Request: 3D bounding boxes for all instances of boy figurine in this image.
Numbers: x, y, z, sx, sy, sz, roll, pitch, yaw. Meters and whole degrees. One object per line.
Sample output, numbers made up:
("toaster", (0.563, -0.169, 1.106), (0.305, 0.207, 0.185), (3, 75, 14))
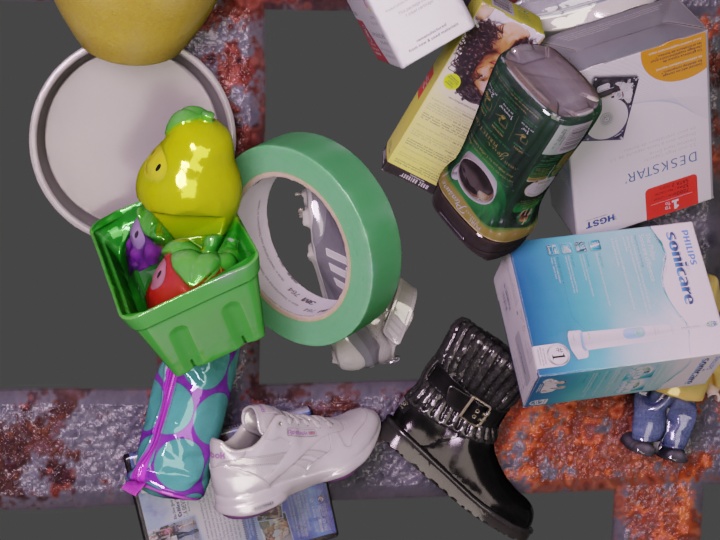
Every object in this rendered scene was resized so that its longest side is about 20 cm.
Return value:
("boy figurine", (0.328, 0.098, 1.725), (0.123, 0.064, 0.202), (11, 97, -12))

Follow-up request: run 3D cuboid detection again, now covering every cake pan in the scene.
("cake pan", (-0.221, -0.127, 1.590), (0.198, 0.037, 0.203), (-2, 100, -11))

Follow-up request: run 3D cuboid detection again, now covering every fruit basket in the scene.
("fruit basket", (-0.168, -0.040, 1.490), (0.154, 0.216, 0.217), (-24, 104, -6))

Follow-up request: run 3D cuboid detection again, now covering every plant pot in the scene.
("plant pot", (-0.207, -0.274, 1.504), (0.198, 0.201, 0.143), (0, 126, -11))

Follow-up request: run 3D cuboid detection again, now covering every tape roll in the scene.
("tape roll", (-0.053, -0.029, 1.564), (0.048, 0.199, 0.202), (-28, 108, -46))

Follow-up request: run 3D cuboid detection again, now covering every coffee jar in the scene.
("coffee jar", (0.142, -0.108, 1.543), (0.085, 0.104, 0.201), (-19, 149, -38))

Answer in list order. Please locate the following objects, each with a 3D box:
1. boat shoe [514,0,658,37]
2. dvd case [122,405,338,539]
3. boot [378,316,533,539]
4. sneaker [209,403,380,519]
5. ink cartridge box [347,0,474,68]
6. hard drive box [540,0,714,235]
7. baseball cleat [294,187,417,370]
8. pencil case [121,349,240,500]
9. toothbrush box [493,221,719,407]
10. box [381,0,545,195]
("boat shoe", (0.194, -0.263, 1.637), (0.199, 0.070, 0.072), (-15, 72, 4))
("dvd case", (-0.131, 0.231, 1.680), (0.198, 0.018, 0.144), (-14, 103, -9))
("boot", (0.136, 0.166, 1.690), (0.211, 0.079, 0.158), (40, 90, -14))
("sneaker", (-0.062, 0.168, 1.619), (0.199, 0.075, 0.101), (-23, 107, -33))
("ink cartridge box", (0.015, -0.303, 1.550), (0.082, 0.146, 0.201), (-30, 104, -2))
("hard drive box", (0.263, -0.148, 1.624), (0.154, 0.077, 0.201), (-19, 129, -7))
("baseball cleat", (0.000, 0.000, 1.637), (0.105, 0.070, 0.202), (-9, 112, 5))
("pencil case", (-0.172, 0.123, 1.607), (0.092, 0.084, 0.202), (14, 88, -55))
("toothbrush box", (0.247, 0.043, 1.633), (0.198, 0.085, 0.148), (-8, 65, -10))
("box", (0.098, -0.172, 1.602), (0.075, 0.050, 0.201), (24, 118, -13))
